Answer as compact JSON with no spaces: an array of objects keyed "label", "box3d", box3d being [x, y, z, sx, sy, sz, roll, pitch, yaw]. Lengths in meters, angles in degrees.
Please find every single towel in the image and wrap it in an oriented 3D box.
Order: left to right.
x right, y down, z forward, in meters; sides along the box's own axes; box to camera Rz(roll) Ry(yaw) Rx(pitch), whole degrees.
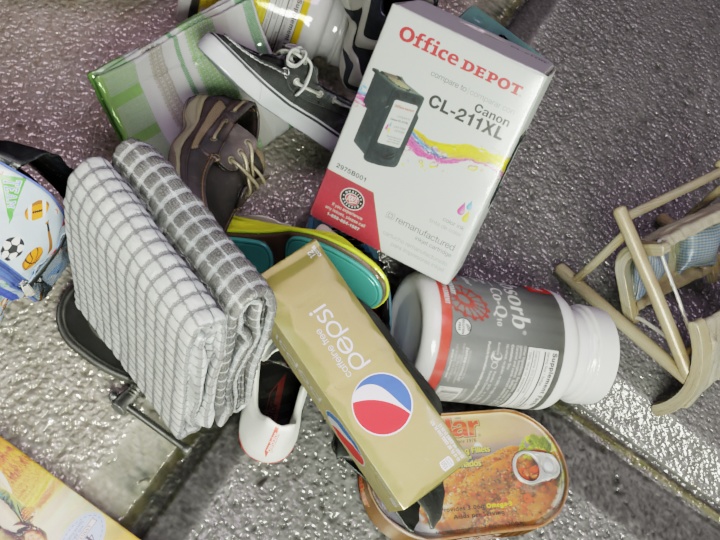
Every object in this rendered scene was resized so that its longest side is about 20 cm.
[{"label":"towel","box3d":[-0.143,0.020,0.674,0.085,0.201,0.166,-32,69,-28]},{"label":"towel","box3d":[-0.152,-0.167,0.871,0.200,0.031,0.150,-42,117,-35]}]

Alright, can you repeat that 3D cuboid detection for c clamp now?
[{"label":"c clamp","box3d":[-0.171,0.042,0.789,0.170,0.027,0.201,30,55,4]}]

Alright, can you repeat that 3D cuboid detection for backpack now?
[{"label":"backpack","box3d":[-0.318,-0.048,0.681,0.199,0.191,0.155,25,70,-6]}]

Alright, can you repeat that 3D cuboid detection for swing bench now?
[{"label":"swing bench","box3d":[0.358,0.016,0.951,0.198,0.130,0.201,-23,71,-32]}]

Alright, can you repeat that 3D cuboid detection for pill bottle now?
[{"label":"pill bottle","box3d":[-0.091,-0.291,0.969,0.198,0.111,0.112,18,55,-12]},{"label":"pill bottle","box3d":[0.132,0.069,0.835,0.198,0.116,0.117,8,57,-18]}]

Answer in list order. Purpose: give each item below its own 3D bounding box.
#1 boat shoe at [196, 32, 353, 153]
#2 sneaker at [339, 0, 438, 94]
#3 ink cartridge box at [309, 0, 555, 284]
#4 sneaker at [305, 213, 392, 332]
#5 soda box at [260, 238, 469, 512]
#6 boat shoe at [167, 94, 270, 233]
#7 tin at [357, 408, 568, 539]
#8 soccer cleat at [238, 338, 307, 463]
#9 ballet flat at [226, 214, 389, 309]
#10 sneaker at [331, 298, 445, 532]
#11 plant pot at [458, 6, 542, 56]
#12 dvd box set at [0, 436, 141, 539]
[{"label":"boat shoe","box3d":[-0.071,-0.186,0.869,0.199,0.068,0.074,30,11,-41]},{"label":"sneaker","box3d":[0.030,-0.286,0.888,0.079,0.129,0.201,11,74,-28]},{"label":"ink cartridge box","box3d":[0.061,-0.115,0.782,0.145,0.201,0.083,27,23,8]},{"label":"sneaker","box3d":[0.000,0.000,0.839,0.078,0.090,0.201,1,56,-21]},{"label":"soda box","box3d":[-0.007,0.080,0.671,0.064,0.068,0.201,-34,81,-16]},{"label":"boat shoe","box3d":[-0.120,-0.096,0.775,0.073,0.075,0.201,-11,44,5]},{"label":"tin","box3d":[0.093,0.185,0.798,0.198,0.042,0.113,1,64,-21]},{"label":"soccer cleat","box3d":[-0.068,0.067,0.775,0.068,0.085,0.201,14,56,-13]},{"label":"ballet flat","box3d":[-0.061,-0.018,0.784,0.198,0.067,0.067,11,33,17]},{"label":"sneaker","box3d":[0.005,0.112,0.731,0.200,0.060,0.104,48,45,-14]},{"label":"plant pot","box3d":[0.088,-0.152,0.901,0.141,0.200,0.142,37,54,4]},{"label":"dvd box set","box3d":[-0.259,0.216,0.640,0.199,0.029,0.147,36,54,2]}]
